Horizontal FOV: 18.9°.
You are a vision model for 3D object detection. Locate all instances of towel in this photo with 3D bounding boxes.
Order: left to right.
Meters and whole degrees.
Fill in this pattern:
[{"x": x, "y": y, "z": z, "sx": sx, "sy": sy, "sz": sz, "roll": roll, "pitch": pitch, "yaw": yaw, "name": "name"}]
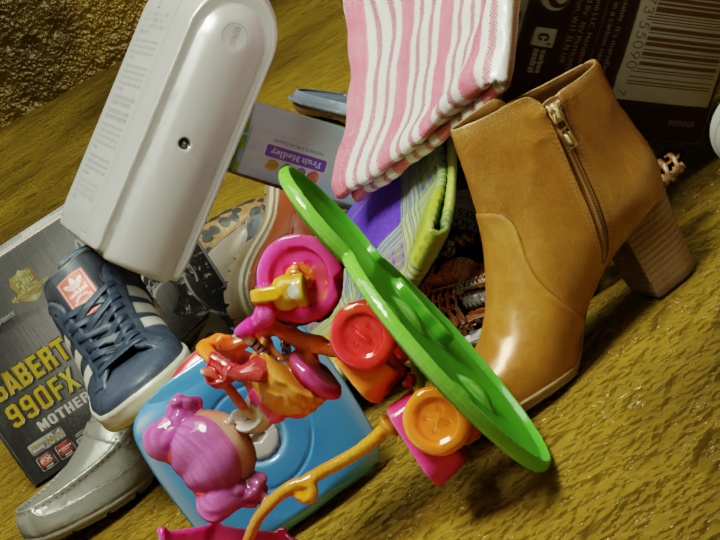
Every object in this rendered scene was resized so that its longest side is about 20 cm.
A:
[{"x": 0.000, "y": 0.000, "z": 1.329, "sx": 0.200, "sy": 0.023, "sz": 0.144, "roll": -52, "pitch": 22, "yaw": 36, "name": "towel"}, {"x": 0.038, "y": -0.139, "z": 1.286, "sx": 0.200, "sy": 0.030, "sz": 0.147, "roll": -35, "pitch": 46, "yaw": 56, "name": "towel"}]

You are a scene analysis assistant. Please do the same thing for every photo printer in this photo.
[{"x": -0.121, "y": -0.101, "z": 1.393, "sx": 0.201, "sy": 0.069, "sz": 0.166, "roll": -68, "pitch": 19, "yaw": 0, "name": "photo printer"}]

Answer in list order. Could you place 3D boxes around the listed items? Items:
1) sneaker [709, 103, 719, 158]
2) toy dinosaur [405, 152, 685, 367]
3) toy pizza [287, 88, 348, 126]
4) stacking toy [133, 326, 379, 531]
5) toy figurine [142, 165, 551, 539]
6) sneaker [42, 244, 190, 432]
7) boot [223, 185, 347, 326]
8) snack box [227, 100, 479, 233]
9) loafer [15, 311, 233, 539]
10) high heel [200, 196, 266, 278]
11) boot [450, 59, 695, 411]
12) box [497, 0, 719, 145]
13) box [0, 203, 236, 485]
[{"x": 0.249, "y": -0.074, "z": 1.183, "sx": 0.092, "sy": 0.076, "sz": 0.200, "roll": -44, "pitch": 17, "yaw": -25, "name": "sneaker"}, {"x": 0.102, "y": -0.009, "z": 1.292, "sx": 0.199, "sy": 0.102, "sz": 0.136, "roll": -11, "pitch": 33, "yaw": 7, "name": "toy dinosaur"}, {"x": 0.043, "y": -0.102, "z": 1.598, "sx": 0.199, "sy": 0.032, "sz": 0.200, "roll": 10, "pitch": 7, "yaw": -1, "name": "toy pizza"}, {"x": -0.072, "y": 0.088, "z": 1.277, "sx": 0.116, "sy": 0.110, "sz": 0.200, "roll": -35, "pitch": 6, "yaw": -6, "name": "stacking toy"}, {"x": -0.038, "y": 0.081, "z": 1.083, "sx": 0.184, "sy": 0.200, "sz": 0.150, "roll": -42, "pitch": -7, "yaw": 8, "name": "toy figurine"}, {"x": -0.162, "y": 0.036, "z": 1.368, "sx": 0.075, "sy": 0.085, "sz": 0.200, "roll": -37, "pitch": 19, "yaw": -4, "name": "sneaker"}, {"x": -0.021, "y": -0.041, "z": 1.597, "sx": 0.107, "sy": 0.075, "sz": 0.200, "roll": -18, "pitch": 39, "yaw": 36, "name": "boot"}, {"x": -0.005, "y": -0.067, "z": 1.464, "sx": 0.142, "sy": 0.199, "sz": 0.053, "roll": -156, "pitch": 82, "yaw": -72, "name": "snack box"}, {"x": -0.154, "y": 0.104, "z": 1.430, "sx": 0.200, "sy": 0.070, "sz": 0.070, "roll": -40, "pitch": 15, "yaw": -28, "name": "loafer"}, {"x": -0.153, "y": -0.005, "z": 1.773, "sx": 0.199, "sy": 0.072, "sz": 0.143, "roll": -11, "pitch": 26, "yaw": 15, "name": "high heel"}, {"x": 0.082, "y": -0.013, "z": 1.177, "sx": 0.201, "sy": 0.144, "sz": 0.071, "roll": -37, "pitch": 14, "yaw": -19, "name": "boot"}, {"x": 0.125, "y": -0.196, "z": 1.365, "sx": 0.164, "sy": 0.166, "sz": 0.200, "roll": 3, "pitch": 25, "yaw": -27, "name": "box"}, {"x": -0.200, "y": 0.036, "z": 1.580, "sx": 0.200, "sy": 0.159, "sz": 0.048, "roll": -33, "pitch": 14, "yaw": -6, "name": "box"}]
